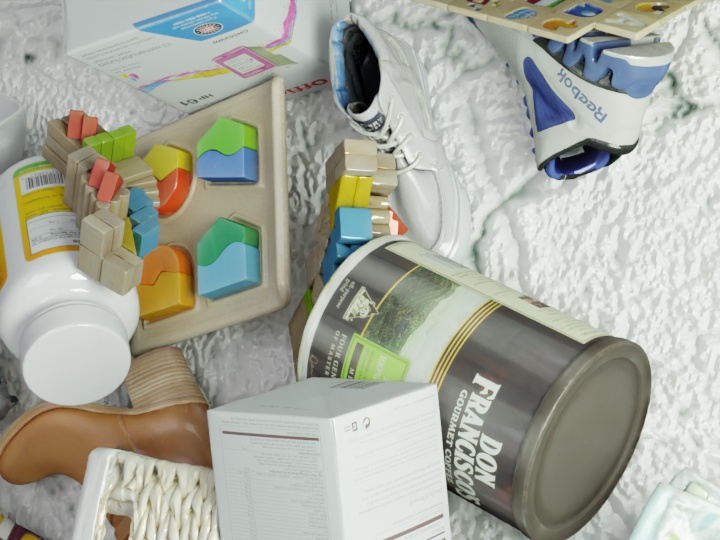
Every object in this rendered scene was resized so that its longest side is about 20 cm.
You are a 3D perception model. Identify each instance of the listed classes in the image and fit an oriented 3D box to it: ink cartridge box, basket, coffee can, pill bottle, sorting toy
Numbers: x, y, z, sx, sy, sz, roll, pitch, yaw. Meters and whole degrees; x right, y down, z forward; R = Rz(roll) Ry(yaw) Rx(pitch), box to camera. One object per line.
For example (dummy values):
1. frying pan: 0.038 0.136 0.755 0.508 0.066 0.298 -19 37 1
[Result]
1. ink cartridge box: -0.114 -0.192 1.420 0.144 0.200 0.085 -14 73 27
2. basket: -0.093 0.207 1.284 0.123 0.200 0.136 -1 75 35
3. coffee can: 0.077 0.078 1.261 0.199 0.146 0.147 26 89 33
4. pill bottle: -0.234 0.009 1.446 0.111 0.111 0.200 -38 39 16
5. sorting toy: -0.127 -0.041 1.444 0.199 0.036 0.186 -21 65 43

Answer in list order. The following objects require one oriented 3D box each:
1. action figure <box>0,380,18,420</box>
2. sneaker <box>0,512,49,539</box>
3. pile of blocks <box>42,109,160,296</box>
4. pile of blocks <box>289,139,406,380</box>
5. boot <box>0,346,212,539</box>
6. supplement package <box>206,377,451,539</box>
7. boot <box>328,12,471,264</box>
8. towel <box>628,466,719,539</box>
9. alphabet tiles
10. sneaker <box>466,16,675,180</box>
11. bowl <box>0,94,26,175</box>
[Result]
1. action figure: -0.347 0.049 1.545 0.194 0.104 0.200 50 127 26
2. sneaker: -0.314 0.218 1.479 0.200 0.090 0.075 34 94 33
3. pile of blocks: -0.188 -0.068 1.414 0.200 0.082 0.062 -115 30 -45
4. pile of blocks: 0.000 0.000 1.336 0.082 0.062 0.201 -113 31 -53
5. boot: -0.195 0.168 1.439 0.199 0.074 0.155 -30 67 22
6. supplement package: -0.015 0.179 1.190 0.113 0.109 0.201 1 99 40
7. boot: 0.020 -0.094 1.373 0.073 0.095 0.201 -25 65 22
8. towel: 0.222 0.247 1.144 0.171 0.048 0.201 28 85 10
9. alphabet tiles: 0.137 -0.204 1.315 0.199 0.166 0.006 20 125 33
10. sneaker: 0.138 -0.131 1.316 0.199 0.080 0.116 39 127 51
11. bowl: -0.398 -0.091 1.576 0.199 0.199 0.075 15 126 41
